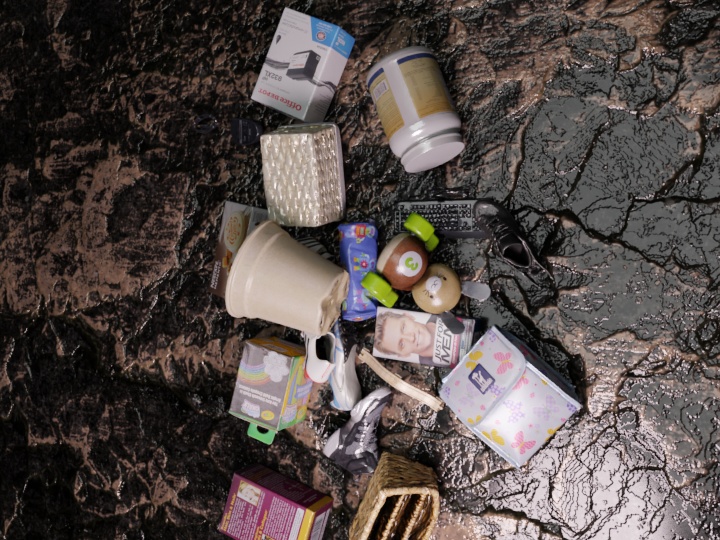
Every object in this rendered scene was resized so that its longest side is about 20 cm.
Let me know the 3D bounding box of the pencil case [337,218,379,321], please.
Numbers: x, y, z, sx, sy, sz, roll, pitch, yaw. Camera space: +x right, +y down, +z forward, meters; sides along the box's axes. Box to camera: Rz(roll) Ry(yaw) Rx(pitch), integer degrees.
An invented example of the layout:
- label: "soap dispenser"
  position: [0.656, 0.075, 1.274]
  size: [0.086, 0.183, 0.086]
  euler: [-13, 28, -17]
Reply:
- label: "pencil case"
  position: [0.000, 0.000, 1.449]
  size: [0.078, 0.086, 0.203]
  euler: [171, 98, -65]

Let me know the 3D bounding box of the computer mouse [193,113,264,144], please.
- label: "computer mouse"
  position: [-0.292, -0.319, 1.614]
  size: [0.198, 0.034, 0.059]
  euler: [15, 111, 28]

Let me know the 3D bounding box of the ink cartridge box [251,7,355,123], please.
- label: "ink cartridge box"
  position: [-0.121, -0.421, 1.508]
  size: [0.144, 0.084, 0.202]
  euler: [26, 99, 21]

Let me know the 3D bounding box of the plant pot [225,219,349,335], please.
- label: "plant pot"
  position: [-0.127, 0.030, 1.378]
  size: [0.182, 0.200, 0.203]
  euler: [22, 97, 15]

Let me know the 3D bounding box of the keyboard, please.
- label: "keyboard"
  position: [0.155, -0.116, 1.405]
  size: [0.198, 0.040, 0.106]
  euler: [0, 89, 23]

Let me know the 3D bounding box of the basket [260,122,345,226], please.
- label: "basket"
  position: [-0.118, -0.190, 1.454]
  size: [0.134, 0.123, 0.203]
  euler: [2, 105, 23]

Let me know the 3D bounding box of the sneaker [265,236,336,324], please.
- label: "sneaker"
  position: [-0.149, 0.012, 1.525]
  size: [0.201, 0.076, 0.115]
  euler: [-47, 63, 7]

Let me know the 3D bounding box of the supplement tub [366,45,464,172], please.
- label: "supplement tub"
  position: [0.106, -0.304, 1.374]
  size: [0.143, 0.144, 0.202]
  euler: [-24, 80, 21]

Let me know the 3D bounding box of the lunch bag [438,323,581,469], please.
- label: "lunch bag"
  position: [0.258, 0.220, 1.285]
  size: [0.200, 0.127, 0.170]
  euler: [42, 104, 2]

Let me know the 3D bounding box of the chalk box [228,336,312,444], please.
- label: "chalk box"
  position: [-0.182, 0.252, 1.497]
  size: [0.123, 0.124, 0.202]
  euler: [16, 96, 22]

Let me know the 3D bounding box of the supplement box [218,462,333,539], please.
- label: "supplement box"
  position: [-0.175, 0.506, 1.496]
  size: [0.198, 0.103, 0.132]
  euler: [19, 96, 22]

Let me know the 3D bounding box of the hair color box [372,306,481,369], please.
- label: "hair color box"
  position: [0.128, 0.130, 1.398]
  size: [0.198, 0.060, 0.101]
  euler: [6, 90, 24]

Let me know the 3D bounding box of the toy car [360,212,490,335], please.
- label: "toy car"
  position: [0.132, 0.025, 1.334]
  size: [0.199, 0.158, 0.165]
  euler: [36, 87, 18]

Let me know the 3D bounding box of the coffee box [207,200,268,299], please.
- label: "coffee box"
  position: [-0.247, -0.037, 1.536]
  size: [0.114, 0.079, 0.202]
  euler: [17, 96, 49]

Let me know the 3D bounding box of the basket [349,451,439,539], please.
- label: "basket"
  position: [0.070, 0.472, 1.345]
  size: [0.141, 0.149, 0.202]
  euler: [21, 104, -3]

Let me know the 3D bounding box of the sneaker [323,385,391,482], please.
- label: "sneaker"
  position: [0.020, 0.328, 1.434]
  size: [0.114, 0.075, 0.201]
  euler: [45, 111, 17]

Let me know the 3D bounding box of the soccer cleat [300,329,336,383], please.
- label: "soccer cleat"
  position: [-0.084, 0.127, 1.438]
  size: [0.085, 0.068, 0.202]
  euler: [-48, 38, 40]

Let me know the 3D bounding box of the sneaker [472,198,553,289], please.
- label: "sneaker"
  position: [0.272, -0.053, 1.309]
  size: [0.060, 0.104, 0.200]
  euler: [-41, 81, 15]

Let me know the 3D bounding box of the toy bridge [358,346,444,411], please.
- label: "toy bridge"
  position: [0.079, 0.213, 1.413]
  size: [0.199, 0.067, 0.027]
  euler: [32, 101, 21]

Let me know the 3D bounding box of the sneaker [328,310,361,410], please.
- label: "sneaker"
  position: [-0.042, 0.182, 1.467]
  size: [0.072, 0.072, 0.203]
  euler: [-8, 82, 30]
